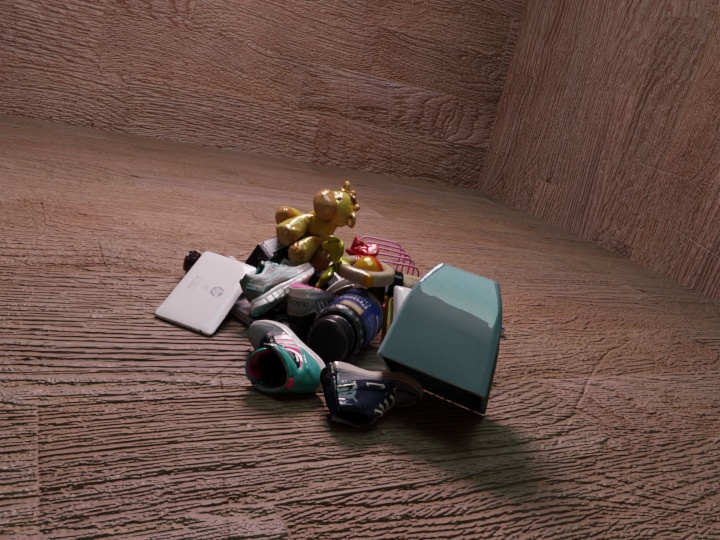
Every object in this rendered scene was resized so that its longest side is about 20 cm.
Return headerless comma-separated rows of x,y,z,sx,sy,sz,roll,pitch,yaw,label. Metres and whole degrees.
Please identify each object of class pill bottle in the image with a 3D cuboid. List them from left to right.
-0.029,0.111,1.231,0.109,0.116,0.200,18,17,14,pill bottle

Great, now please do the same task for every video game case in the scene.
-0.181,0.085,1.343,0.179,0.024,0.197,27,20,36,video game case

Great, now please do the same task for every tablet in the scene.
-0.306,0.040,1.256,0.126,0.014,0.202,17,44,10,tablet

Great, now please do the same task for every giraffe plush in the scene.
-0.077,-0.114,1.417,0.197,0.162,0.176,-12,67,-52,giraffe plush

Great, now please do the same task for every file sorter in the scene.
0.059,0.007,1.600,0.134,0.130,0.201,9,17,-15,file sorter

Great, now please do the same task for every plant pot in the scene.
0.162,0.110,1.110,0.191,0.205,0.196,18,-15,17,plant pot

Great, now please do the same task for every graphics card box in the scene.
-0.193,-0.034,1.474,0.051,0.126,0.199,49,37,7,graphics card box

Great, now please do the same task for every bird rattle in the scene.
0.000,0.000,1.323,0.160,0.116,0.197,26,12,35,bird rattle

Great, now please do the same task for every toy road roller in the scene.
0.101,0.110,1.377,0.119,0.147,0.205,11,55,-9,toy road roller

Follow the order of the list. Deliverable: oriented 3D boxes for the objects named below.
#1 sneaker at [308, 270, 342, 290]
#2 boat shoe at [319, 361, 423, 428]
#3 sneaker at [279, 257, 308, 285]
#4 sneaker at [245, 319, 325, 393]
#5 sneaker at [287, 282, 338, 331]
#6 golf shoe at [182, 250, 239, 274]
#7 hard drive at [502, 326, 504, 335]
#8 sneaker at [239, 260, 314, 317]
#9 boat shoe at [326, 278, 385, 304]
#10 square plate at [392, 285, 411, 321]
-0.114,0.009,1.546,0.196,0.075,0.110,26,22,33,sneaker
0.025,0.220,1.037,0.194,0.076,0.094,14,39,-23,boat shoe
-0.176,0.014,1.398,0.073,0.084,0.199,21,19,17,sneaker
-0.159,0.148,1.074,0.197,0.086,0.119,29,13,36,sneaker
-0.102,0.079,1.281,0.071,0.091,0.199,13,-3,16,sneaker
-0.303,0.001,1.396,0.196,0.075,0.091,18,2,34,golf shoe
0.284,0.109,1.637,0.127,0.026,0.201,11,17,-11,hard drive
-0.172,0.013,1.296,0.092,0.077,0.199,53,37,3,sneaker
0.012,0.052,1.457,0.195,0.075,0.060,-10,17,-17,boat shoe
0.159,0.130,1.273,0.193,0.029,0.203,12,55,-9,square plate
